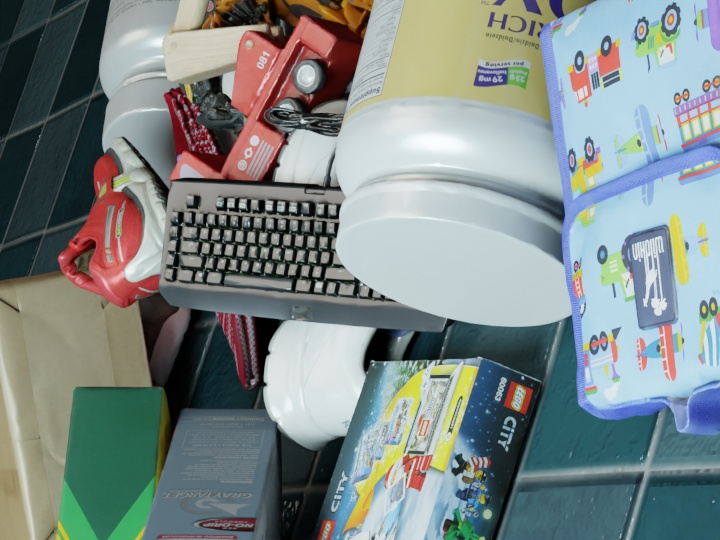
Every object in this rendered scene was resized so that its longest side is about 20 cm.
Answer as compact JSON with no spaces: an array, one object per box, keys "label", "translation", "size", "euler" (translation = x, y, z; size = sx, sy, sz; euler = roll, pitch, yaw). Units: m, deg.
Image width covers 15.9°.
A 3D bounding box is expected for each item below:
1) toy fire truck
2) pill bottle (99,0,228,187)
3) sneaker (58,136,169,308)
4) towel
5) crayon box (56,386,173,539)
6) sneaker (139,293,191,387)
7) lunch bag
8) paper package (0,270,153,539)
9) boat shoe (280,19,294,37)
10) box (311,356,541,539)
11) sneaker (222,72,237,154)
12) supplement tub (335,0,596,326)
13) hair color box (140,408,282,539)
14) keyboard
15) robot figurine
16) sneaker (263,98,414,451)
[{"label":"toy fire truck","translation":[-0.070,-0.124,1.510],"size":[0.141,0.049,0.200],"euler":[36,106,28]},{"label":"pill bottle","translation":[-0.128,-0.161,1.848],"size":[0.114,0.114,0.200],"euler":[-44,31,45]},{"label":"sneaker","translation":[-0.155,-0.027,1.631],"size":[0.085,0.077,0.200],"euler":[-37,16,-2]},{"label":"towel","translation":[-0.096,-0.026,1.668],"size":[0.200,0.022,0.145],"euler":[-118,19,-64]},{"label":"crayon box","translation":[-0.133,0.194,1.454],"size":[0.200,0.058,0.173],"euler":[86,-175,-47]},{"label":"sneaker","translation":[-0.181,0.040,1.816],"size":[0.077,0.082,0.200],"euler":[-69,21,-4]},{"label":"lunch bag","translation":[0.151,-0.025,1.121],"size":[0.151,0.094,0.200],"euler":[-23,60,59]},{"label":"paper package","translation":[-0.216,0.100,1.724],"size":[0.200,0.103,0.191],"euler":[-16,84,63]},{"label":"boat shoe","translation":[-0.018,-0.158,1.634],"size":[0.074,0.060,0.200],"euler":[-19,45,26]},{"label":"box","translation":[0.017,0.144,1.305],"size":[0.137,0.038,0.200],"euler":[-6,63,67]},{"label":"sneaker","translation":[-0.055,-0.067,1.667],"size":[0.200,0.075,0.089],"euler":[-100,18,-49]},{"label":"supplement tub","translation":[0.069,-0.088,1.267],"size":[0.145,0.145,0.200],"euler":[-27,44,59]},{"label":"hair color box","translation":[-0.078,0.156,1.373],"size":[0.200,0.061,0.099],"euler":[-83,-7,-71]},{"label":"keyboard","translation":[-0.024,-0.035,1.410],"size":[0.200,0.021,0.127],"euler":[4,82,32]},{"label":"robot figurine","translation":[-0.037,-0.131,1.554],"size":[0.200,0.058,0.145],"euler":[34,103,29]},{"label":"sneaker","translation":[0.000,0.000,1.440],"size":[0.087,0.074,0.200],"euler":[-10,75,37]}]
